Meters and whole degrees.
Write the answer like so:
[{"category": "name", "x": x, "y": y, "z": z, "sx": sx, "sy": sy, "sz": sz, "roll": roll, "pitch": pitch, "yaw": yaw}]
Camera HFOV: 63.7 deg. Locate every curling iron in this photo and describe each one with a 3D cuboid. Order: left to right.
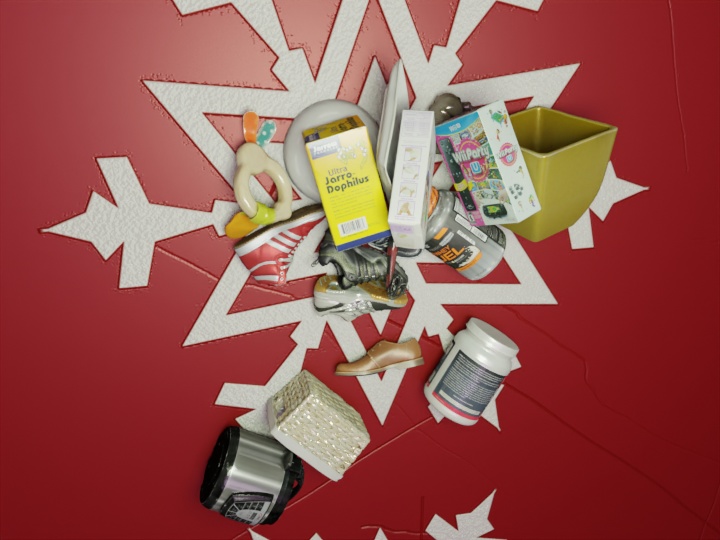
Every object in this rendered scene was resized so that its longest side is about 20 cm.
[{"category": "curling iron", "x": 0.073, "y": -0.044, "z": 1.128, "sx": 0.049, "sy": 0.025, "sz": 0.203, "roll": 3, "pitch": 94, "yaw": 31}]

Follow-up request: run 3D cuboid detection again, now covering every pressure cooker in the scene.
[{"category": "pressure cooker", "x": -0.222, "y": 0.441, "z": 1.241, "sx": 0.198, "sy": 0.176, "sz": 0.180, "roll": 25, "pitch": 76, "yaw": -19}]

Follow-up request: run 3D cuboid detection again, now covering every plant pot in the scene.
[{"category": "plant pot", "x": 0.338, "y": -0.176, "z": 1.111, "sx": 0.193, "sy": 0.195, "sz": 0.202, "roll": -22, "pitch": 126, "yaw": -24}]

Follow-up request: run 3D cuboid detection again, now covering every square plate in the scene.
[{"category": "square plate", "x": 0.059, "y": -0.227, "z": 1.022, "sx": 0.028, "sy": 0.198, "sz": 0.203, "roll": 6, "pitch": 74, "yaw": 11}]

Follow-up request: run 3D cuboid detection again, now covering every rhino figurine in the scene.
[{"category": "rhino figurine", "x": 0.144, "y": -0.250, "z": 1.129, "sx": 0.087, "sy": 0.060, "sz": 0.201, "roll": 29, "pitch": 103, "yaw": -16}]

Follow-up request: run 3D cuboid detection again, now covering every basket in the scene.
[{"category": "basket", "x": -0.089, "y": 0.329, "z": 1.250, "sx": 0.123, "sy": 0.136, "sz": 0.200, "roll": -45, "pitch": 111, "yaw": 2}]

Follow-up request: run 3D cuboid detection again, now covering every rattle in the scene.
[{"category": "rattle", "x": -0.212, "y": -0.178, "z": 1.101, "sx": 0.129, "sy": 0.142, "sz": 0.202, "roll": -20, "pitch": 93, "yaw": -30}]

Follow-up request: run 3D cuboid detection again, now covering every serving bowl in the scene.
[{"category": "serving bowl", "x": -0.046, "y": -0.218, "z": 1.100, "sx": 0.197, "sy": 0.066, "sz": 0.203, "roll": -3, "pitch": 110, "yaw": -9}]

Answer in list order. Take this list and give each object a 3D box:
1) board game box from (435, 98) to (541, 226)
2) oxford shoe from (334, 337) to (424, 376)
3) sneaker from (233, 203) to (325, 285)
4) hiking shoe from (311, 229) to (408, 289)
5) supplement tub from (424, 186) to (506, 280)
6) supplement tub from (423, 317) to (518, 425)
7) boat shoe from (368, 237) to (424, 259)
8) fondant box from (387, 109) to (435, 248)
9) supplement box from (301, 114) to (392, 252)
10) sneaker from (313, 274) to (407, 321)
[{"category": "board game box", "x": 0.222, "y": -0.185, "z": 1.034, "sx": 0.064, "sy": 0.147, "sz": 0.202, "roll": -28, "pitch": 102, "yaw": -21}, {"category": "oxford shoe", "x": 0.036, "y": 0.191, "z": 1.272, "sx": 0.197, "sy": 0.071, "sz": 0.072, "roll": -12, "pitch": 83, "yaw": -7}, {"category": "sneaker", "x": -0.137, "y": -0.045, "z": 1.139, "sx": 0.198, "sy": 0.071, "sz": 0.113, "roll": -25, "pitch": 108, "yaw": 7}, {"category": "hiking shoe", "x": 0.000, "y": 0.000, "z": 1.172, "sx": 0.198, "sy": 0.076, "sz": 0.102, "roll": 28, "pitch": 84, "yaw": -9}, {"category": "supplement tub", "x": 0.184, "y": -0.079, "z": 1.164, "sx": 0.199, "sy": 0.123, "sz": 0.123, "roll": 32, "pitch": 101, "yaw": -20}, {"category": "supplement tub", "x": 0.242, "y": 0.221, "z": 1.272, "sx": 0.139, "sy": 0.141, "sz": 0.201, "roll": 26, "pitch": 103, "yaw": -19}, {"category": "boat shoe", "x": 0.048, "y": -0.074, "z": 1.168, "sx": 0.199, "sy": 0.068, "sz": 0.072, "roll": 29, "pitch": 102, "yaw": -19}, {"category": "fondant box", "x": 0.093, "y": -0.155, "z": 1.015, "sx": 0.057, "sy": 0.144, "sz": 0.203, "roll": 5, "pitch": 77, "yaw": 10}, {"category": "supplement box", "x": -0.023, "y": -0.155, "z": 1.031, "sx": 0.108, "sy": 0.109, "sz": 0.202, "roll": -17, "pitch": 116, "yaw": -1}, {"category": "sneaker", "x": -0.003, "y": 0.064, "z": 1.215, "sx": 0.197, "sy": 0.076, "sz": 0.088, "roll": 7, "pitch": 123, "yaw": -10}]
